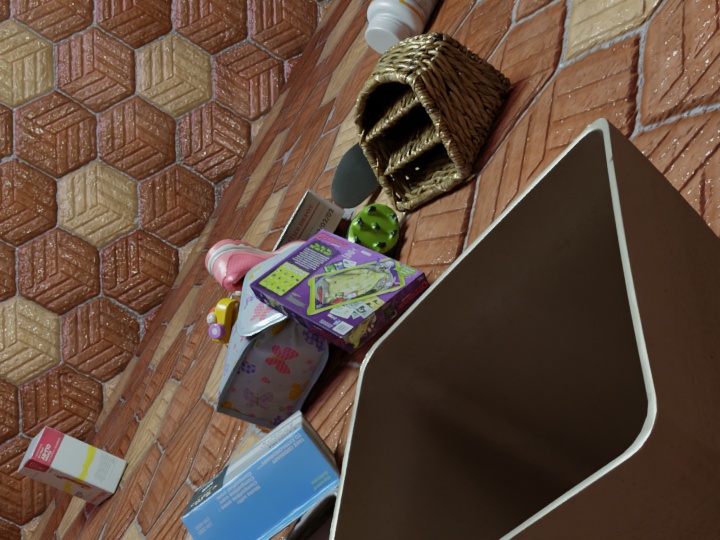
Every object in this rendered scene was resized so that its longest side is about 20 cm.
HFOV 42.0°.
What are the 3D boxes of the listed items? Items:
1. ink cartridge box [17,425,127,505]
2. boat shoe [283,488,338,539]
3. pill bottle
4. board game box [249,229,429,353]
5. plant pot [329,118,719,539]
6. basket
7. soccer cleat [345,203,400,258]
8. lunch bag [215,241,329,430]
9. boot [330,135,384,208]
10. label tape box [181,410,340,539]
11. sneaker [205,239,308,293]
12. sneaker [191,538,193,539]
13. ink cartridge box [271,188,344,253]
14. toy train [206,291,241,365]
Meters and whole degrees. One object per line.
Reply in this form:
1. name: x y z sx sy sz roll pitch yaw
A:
1. ink cartridge box: -0.640 0.437 2.084 0.145 0.200 0.084 -39 29 51
2. boat shoe: -0.054 0.262 0.813 0.202 0.065 0.075 -49 45 20
3. pill bottle: 0.082 -0.493 1.715 0.200 0.109 0.109 -65 17 -19
4. board game box: -0.028 0.018 1.058 0.120 0.032 0.200 -41 35 -18
5. plant pot: 0.115 0.092 0.427 0.200 0.177 0.200 -48 19 34
6. basket: 0.062 -0.182 1.151 0.149 0.143 0.200 -64 16 -18
7. soccer cleat: 0.000 0.000 1.167 0.081 0.067 0.200 120 170 -51
8. lunch bag: -0.100 0.072 1.194 0.200 0.127 0.170 -58 16 32
9. boot: 0.017 -0.171 1.442 0.200 0.073 0.075 -60 -4 -17
10. label tape box: -0.096 0.211 0.908 0.143 0.066 0.200 -37 -1 -5
11. sneaker: -0.114 0.009 1.316 0.087 0.200 0.074 56 138 48
12. sneaker: -0.126 0.310 0.950 0.200 0.082 0.070 -25 37 63
13. ink cartridge box: -0.083 -0.056 1.448 0.115 0.068 0.200 -61 5 -2
14. toy train: -0.175 0.072 1.398 0.055 0.150 0.200 9 68 29
